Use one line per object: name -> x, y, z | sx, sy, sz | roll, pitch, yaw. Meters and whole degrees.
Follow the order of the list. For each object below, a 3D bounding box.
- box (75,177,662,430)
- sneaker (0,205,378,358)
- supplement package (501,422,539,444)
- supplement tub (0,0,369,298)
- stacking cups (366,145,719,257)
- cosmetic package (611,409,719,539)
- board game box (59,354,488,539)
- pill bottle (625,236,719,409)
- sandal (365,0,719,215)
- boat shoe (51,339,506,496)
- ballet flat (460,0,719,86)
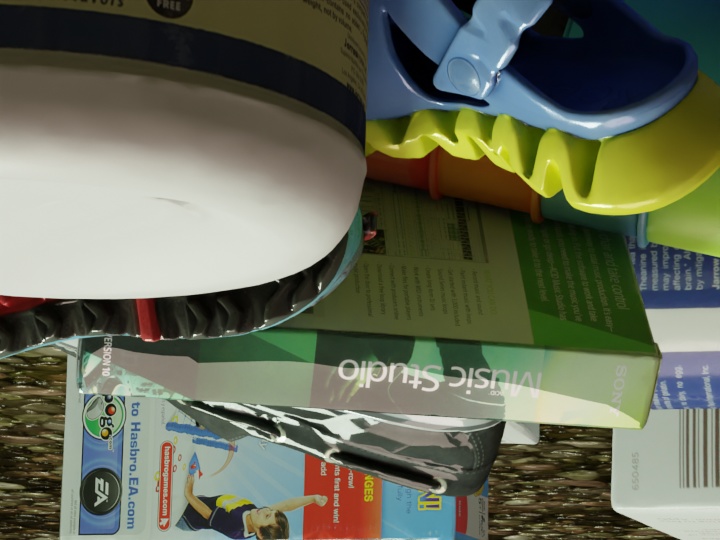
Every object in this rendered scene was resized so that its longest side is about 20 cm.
box -> 0.000, 0.000, 0.908 | 0.199, 0.037, 0.145 | 3, -150, -4
sneaker -> -0.092, -0.005, 0.815 | 0.199, 0.080, 0.095 | 2, 180, 14
supplement package -> -0.009, 0.031, 1.355 | 0.199, 0.118, 0.117 | -3, 167, 16
supplement tub -> -0.068, -0.104, 0.563 | 0.144, 0.201, 0.145 | 1, 168, 0
stacking cups -> 0.089, -0.039, 0.906 | 0.199, 0.061, 0.061 | 13, 170, 14
cosmetic package -> 0.243, 0.062, 1.361 | 0.164, 0.166, 0.200 | -4, 166, 23
board game box -> -0.039, 0.033, 1.181 | 0.195, 0.201, 0.056 | -2, 168, 18
pill bottle -> 0.113, 0.002, 1.034 | 0.199, 0.112, 0.111 | -1, 167, 13
sandal -> 0.026, -0.079, 0.788 | 0.199, 0.087, 0.079 | 8, -141, 38
boat shoe -> -0.041, 0.037, 0.927 | 0.199, 0.057, 0.069 | 14, -149, 13
ballet flat -> 0.077, -0.083, 0.863 | 0.199, 0.068, 0.075 | 19, 175, 36
